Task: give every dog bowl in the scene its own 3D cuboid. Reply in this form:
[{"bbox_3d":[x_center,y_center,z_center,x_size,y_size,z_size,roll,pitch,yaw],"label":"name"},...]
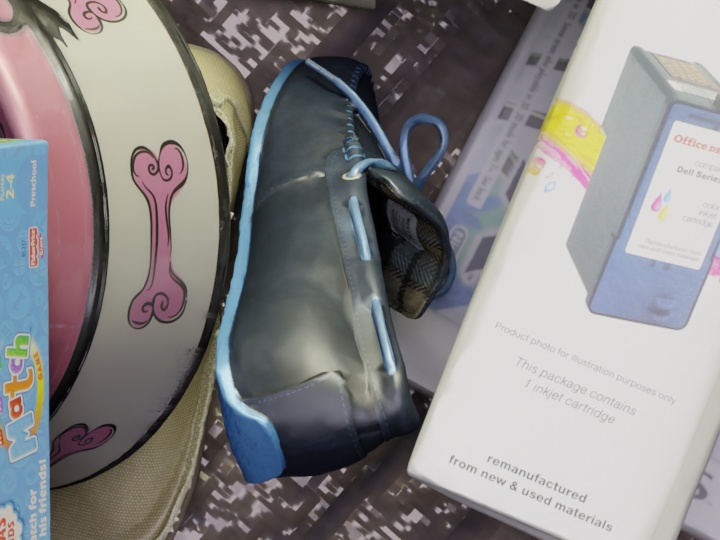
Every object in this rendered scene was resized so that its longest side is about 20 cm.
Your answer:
[{"bbox_3d":[-0.143,-0.020,0.857,0.200,0.074,0.201,5,98,35],"label":"dog bowl"}]

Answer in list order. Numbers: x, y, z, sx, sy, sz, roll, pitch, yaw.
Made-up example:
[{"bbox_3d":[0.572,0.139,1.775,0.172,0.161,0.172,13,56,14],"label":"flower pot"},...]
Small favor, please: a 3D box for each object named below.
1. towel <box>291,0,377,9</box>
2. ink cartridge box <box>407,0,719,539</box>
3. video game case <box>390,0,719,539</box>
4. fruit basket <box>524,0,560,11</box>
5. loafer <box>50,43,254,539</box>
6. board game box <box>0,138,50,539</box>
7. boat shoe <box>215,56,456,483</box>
[{"bbox_3d":[-0.069,-0.203,0.936,0.199,0.035,0.193,10,86,1],"label":"towel"},{"bbox_3d":[0.090,-0.010,0.844,0.087,0.145,0.201,24,88,3],"label":"ink cartridge box"},{"bbox_3d":[0.124,-0.015,0.927,0.182,0.022,0.200,28,87,2],"label":"video game case"},{"bbox_3d":[0.052,-0.188,0.864,0.185,0.094,0.200,26,81,37],"label":"fruit basket"},{"bbox_3d":[-0.084,0.015,0.905,0.075,0.068,0.201,9,86,1],"label":"loafer"},{"bbox_3d":[-0.183,0.029,0.825,0.199,0.037,0.152,5,99,35],"label":"board game box"},{"bbox_3d":[0.000,0.000,0.860,0.068,0.084,0.200,-8,42,11],"label":"boat shoe"}]
